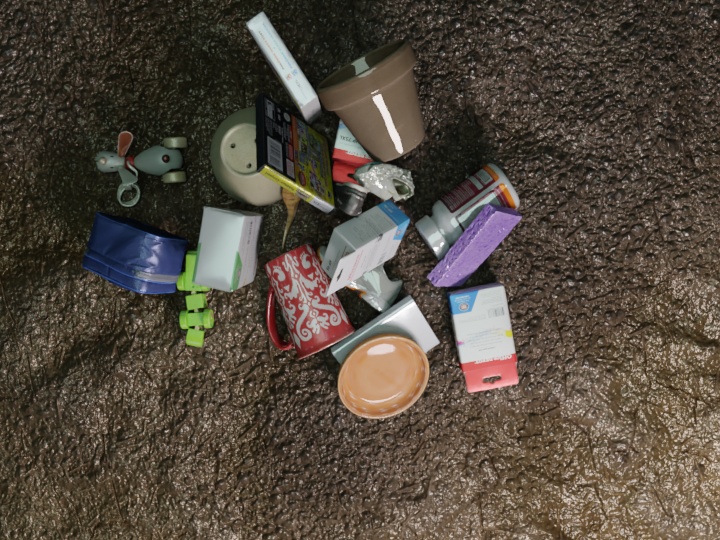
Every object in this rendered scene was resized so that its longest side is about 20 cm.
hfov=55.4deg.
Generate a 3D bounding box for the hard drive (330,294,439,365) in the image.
[{"bbox_3d":[0.053,0.156,1.429,0.198,0.026,0.133,-34,120,3],"label":"hard drive"}]

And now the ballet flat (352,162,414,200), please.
[{"bbox_3d":[0.058,-0.170,1.345,0.070,0.199,0.074,2,95,29],"label":"ballet flat"}]

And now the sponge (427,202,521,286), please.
[{"bbox_3d":[0.226,-0.047,1.360,0.030,0.110,0.201,53,122,28],"label":"sponge"}]

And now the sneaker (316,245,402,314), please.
[{"bbox_3d":[0.000,0.000,1.428,0.199,0.076,0.093,38,86,-9],"label":"sneaker"}]

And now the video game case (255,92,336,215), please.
[{"bbox_3d":[-0.125,-0.224,1.316,0.025,0.203,0.179,-35,135,31],"label":"video game case"}]

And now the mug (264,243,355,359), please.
[{"bbox_3d":[-0.128,0.069,1.402,0.174,0.133,0.204,-24,90,1],"label":"mug"}]

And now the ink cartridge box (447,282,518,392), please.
[{"bbox_3d":[0.254,0.137,1.421,0.113,0.067,0.205,-10,94,2],"label":"ink cartridge box"}]

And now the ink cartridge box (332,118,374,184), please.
[{"bbox_3d":[0.009,-0.274,1.403,0.113,0.067,0.205,12,94,-1],"label":"ink cartridge box"}]

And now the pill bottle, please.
[{"bbox_3d":[0.214,-0.117,1.389,0.198,0.110,0.111,-36,93,3],"label":"pill bottle"}]

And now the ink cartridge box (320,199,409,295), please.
[{"bbox_3d":[-0.004,-0.046,1.339,0.198,0.117,0.067,-30,66,-37],"label":"ink cartridge box"}]

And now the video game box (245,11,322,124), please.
[{"bbox_3d":[-0.142,-0.385,1.332,0.046,0.200,0.184,-31,94,2],"label":"video game box"}]

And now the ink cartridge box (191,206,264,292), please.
[{"bbox_3d":[-0.257,-0.046,1.360,0.085,0.200,0.149,11,95,3],"label":"ink cartridge box"}]

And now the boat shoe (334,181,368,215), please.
[{"bbox_3d":[-0.026,-0.135,1.346,0.066,0.200,0.058,22,90,-6],"label":"boat shoe"}]

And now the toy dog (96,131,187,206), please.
[{"bbox_3d":[-0.446,-0.221,1.401,0.196,0.096,0.134,-23,93,3],"label":"toy dog"}]

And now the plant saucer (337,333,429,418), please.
[{"bbox_3d":[0.045,0.215,1.421,0.195,0.038,0.204,-7,118,-13],"label":"plant saucer"}]

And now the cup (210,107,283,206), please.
[{"bbox_3d":[-0.218,-0.233,1.373,0.195,0.143,0.206,0,95,2],"label":"cup"}]

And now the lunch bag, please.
[{"bbox_3d":[-0.462,-0.028,1.382,0.196,0.135,0.135,19,94,23],"label":"lunch bag"}]

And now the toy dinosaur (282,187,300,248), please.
[{"bbox_3d":[-0.137,-0.151,1.406,0.105,0.202,0.060,-32,60,-24],"label":"toy dinosaur"}]

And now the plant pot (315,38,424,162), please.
[{"bbox_3d":[0.037,-0.308,1.290,0.197,0.201,0.177,-27,113,3],"label":"plant pot"}]

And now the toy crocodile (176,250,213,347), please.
[{"bbox_3d":[-0.345,0.060,1.443,0.066,0.062,0.205,-3,90,2],"label":"toy crocodile"}]
